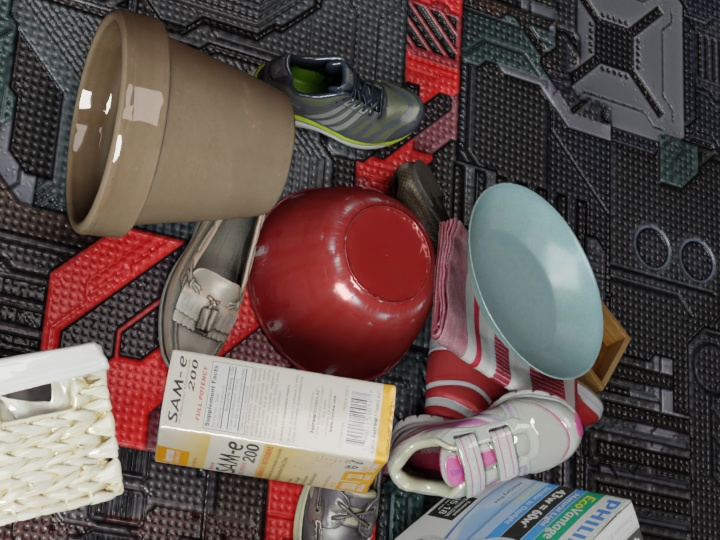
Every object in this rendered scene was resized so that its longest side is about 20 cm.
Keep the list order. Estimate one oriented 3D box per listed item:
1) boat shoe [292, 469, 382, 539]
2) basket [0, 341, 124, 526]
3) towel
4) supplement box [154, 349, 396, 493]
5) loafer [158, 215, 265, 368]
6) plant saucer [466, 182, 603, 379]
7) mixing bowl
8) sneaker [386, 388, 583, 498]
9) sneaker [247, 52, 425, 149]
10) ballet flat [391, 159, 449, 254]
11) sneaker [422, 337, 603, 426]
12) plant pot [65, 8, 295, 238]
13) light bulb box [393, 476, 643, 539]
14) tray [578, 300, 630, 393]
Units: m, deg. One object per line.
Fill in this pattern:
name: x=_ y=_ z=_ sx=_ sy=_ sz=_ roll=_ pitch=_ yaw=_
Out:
boat shoe: x=-0.015 y=0.212 z=1.498 sx=0.071 sy=0.065 sz=0.202 roll=17 pitch=67 yaw=-27
basket: x=-0.286 y=0.140 z=1.284 sx=0.134 sy=0.199 sz=0.125 roll=-10 pitch=84 yaw=-32
towel: x=0.146 y=0.052 z=1.567 sx=0.199 sy=0.023 sz=0.145 roll=33 pitch=46 yaw=-31
supplement box: x=-0.078 y=0.136 z=1.415 sx=0.198 sy=0.126 sz=0.074 roll=10 pitch=69 yaw=-5
loafer: x=-0.135 y=0.000 z=1.498 sx=0.071 sy=0.063 sz=0.202 roll=26 pitch=62 yaw=-22
plant saucer: x=0.159 y=0.015 z=1.555 sx=0.200 sy=0.039 sz=0.203 roll=27 pitch=50 yaw=-38
mixing bowl: x=0.000 y=0.000 z=1.553 sx=0.198 sy=0.108 sz=0.202 roll=10 pitch=70 yaw=-27
sneaker: x=0.111 y=0.173 z=1.505 sx=0.082 sy=0.198 sz=0.088 roll=69 pitch=22 yaw=-12
sneaker: x=-0.017 y=-0.173 z=1.615 sx=0.198 sy=0.081 sz=0.075 roll=5 pitch=72 yaw=-29
ballet flat: x=0.082 y=-0.016 z=1.649 sx=0.202 sy=0.046 sz=0.067 roll=64 pitch=24 yaw=-4
sneaker: x=0.149 y=0.147 z=1.615 sx=0.198 sy=0.071 sz=0.113 roll=22 pitch=60 yaw=-15
plant pot: x=-0.157 y=-0.117 z=1.434 sx=0.173 sy=0.200 sz=0.202 roll=10 pitch=69 yaw=-23
light bulb box: x=0.133 y=0.296 z=1.463 sx=0.198 sy=0.199 sz=0.126 roll=-35 pitch=114 yaw=-34
tray: x=0.198 y=0.028 z=1.687 sx=0.201 sy=0.037 sz=0.099 roll=52 pitch=40 yaw=-10
